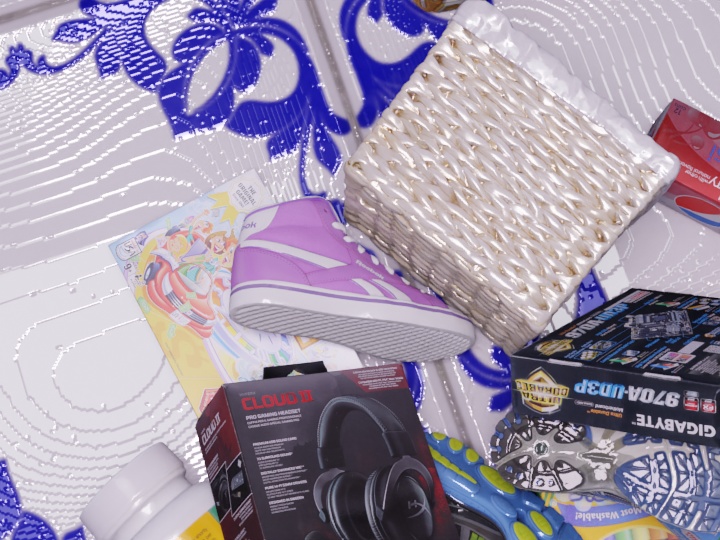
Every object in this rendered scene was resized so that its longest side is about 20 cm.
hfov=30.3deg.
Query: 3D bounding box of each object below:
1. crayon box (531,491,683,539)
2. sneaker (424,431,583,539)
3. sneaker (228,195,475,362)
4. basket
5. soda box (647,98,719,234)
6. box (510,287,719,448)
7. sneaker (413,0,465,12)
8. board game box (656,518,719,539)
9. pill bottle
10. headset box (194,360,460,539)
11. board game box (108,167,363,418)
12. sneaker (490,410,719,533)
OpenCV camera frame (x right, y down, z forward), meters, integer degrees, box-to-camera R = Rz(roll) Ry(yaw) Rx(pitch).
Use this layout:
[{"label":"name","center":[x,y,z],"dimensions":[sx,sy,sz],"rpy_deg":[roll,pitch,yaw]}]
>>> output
[{"label":"crayon box","center":[0.201,0.196,1.026],"dimensions":[0.125,0.052,0.201],"rpy_deg":[-9,79,-3]},{"label":"sneaker","center":[0.098,0.203,0.996],"dimensions":[0.199,0.071,0.083],"rpy_deg":[38,124,28]},{"label":"sneaker","center":[0.000,0.000,1.030],"dimensions":[0.199,0.073,0.115],"rpy_deg":[15,58,-20]},{"label":"basket","center":[0.101,-0.062,1.003],"dimensions":[0.200,0.198,0.161],"rpy_deg":[41,82,6]},{"label":"soda box","center":[0.319,-0.058,1.071],"dimensions":[0.199,0.070,0.064],"rpy_deg":[28,79,5]},{"label":"box","center":[0.225,0.064,0.954],"dimensions":[0.158,0.200,0.046],"rpy_deg":[6,107,36]},{"label":"sneaker","center":[0.132,-0.280,1.109],"dimensions":[0.199,0.076,0.088],"rpy_deg":[-10,79,-4]},{"label":"board game box","center":[0.338,0.157,1.016],"dimensions":[0.151,0.037,0.200],"rpy_deg":[40,70,-6]},{"label":"pill bottle","center":[-0.111,0.228,0.981],"dimensions":[0.113,0.113,0.200],"rpy_deg":[-42,82,-9]},{"label":"headset box","center":[-0.023,0.159,0.949],"dimensions":[0.148,0.077,0.201],"rpy_deg":[-3,62,-28]},{"label":"board game box","center":[-0.096,0.037,1.060],"dimensions":[0.134,0.034,0.201],"rpy_deg":[-29,81,-7]},{"label":"sneaker","center":[0.198,0.137,0.963],"dimensions":[0.199,0.085,0.078],"rpy_deg":[12,85,14]}]
